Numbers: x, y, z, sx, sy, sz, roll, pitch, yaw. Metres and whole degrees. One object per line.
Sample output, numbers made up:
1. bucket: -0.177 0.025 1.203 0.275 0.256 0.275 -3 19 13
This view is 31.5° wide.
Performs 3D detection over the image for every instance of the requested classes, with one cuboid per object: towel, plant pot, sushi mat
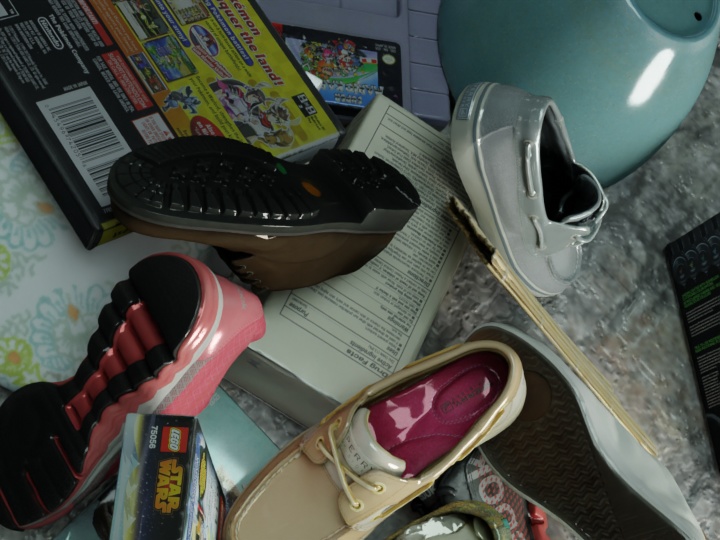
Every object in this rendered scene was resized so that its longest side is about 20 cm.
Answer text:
1. towel: -0.191 -0.022 0.744 0.199 0.048 0.172 27 86 -10
2. plant pot: 0.172 -0.173 0.897 0.198 0.135 0.202 10 68 -26
3. sushi mat: 0.122 0.038 0.809 0.012 0.096 0.200 -39 119 6

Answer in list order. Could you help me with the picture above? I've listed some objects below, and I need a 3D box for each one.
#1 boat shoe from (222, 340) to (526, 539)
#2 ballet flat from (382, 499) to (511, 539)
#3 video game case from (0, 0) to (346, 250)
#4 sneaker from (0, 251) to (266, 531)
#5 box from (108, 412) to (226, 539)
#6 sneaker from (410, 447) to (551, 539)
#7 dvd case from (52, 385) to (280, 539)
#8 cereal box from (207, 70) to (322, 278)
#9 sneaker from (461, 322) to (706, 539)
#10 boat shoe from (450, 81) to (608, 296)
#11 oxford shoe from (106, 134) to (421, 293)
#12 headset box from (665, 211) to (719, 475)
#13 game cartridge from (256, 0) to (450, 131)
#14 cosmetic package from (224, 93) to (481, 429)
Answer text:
1. boat shoe: 0.006 0.099 0.708 0.199 0.069 0.074 -36 74 -9
2. ballet flat: 0.000 0.190 0.707 0.199 0.071 0.071 -31 84 -11
3. video game case: -0.130 -0.126 0.742 0.180 0.026 0.201 -25 75 -36
4. sneaker: -0.125 0.077 0.696 0.086 0.200 0.074 17 35 -53
5. box: -0.101 0.190 0.641 0.039 0.137 0.202 3 63 1
6. sneaker: 0.075 0.164 0.792 0.097 0.071 0.202 8 67 -19
7. dvd case: -0.068 0.186 0.757 0.200 0.022 0.146 47 62 -1
8. cereal box: -0.141 -0.102 0.800 0.199 0.040 0.145 27 81 -10
9. sneaker: 0.133 0.117 0.770 0.073 0.085 0.201 -42 73 14
10. boat shoe: 0.119 -0.042 0.820 0.071 0.201 0.070 10 62 31
11. oxford shoe: -0.056 -0.021 0.696 0.199 0.085 0.073 6 39 -44
12. headset box: 0.330 0.044 0.920 0.172 0.093 0.202 -4 73 -22
13. game cartridge: -0.033 -0.167 0.888 0.198 0.038 0.131 6 66 -19
14. cosmetic package: 0.000 0.000 0.819 0.105 0.071 0.201 33 63 -9
